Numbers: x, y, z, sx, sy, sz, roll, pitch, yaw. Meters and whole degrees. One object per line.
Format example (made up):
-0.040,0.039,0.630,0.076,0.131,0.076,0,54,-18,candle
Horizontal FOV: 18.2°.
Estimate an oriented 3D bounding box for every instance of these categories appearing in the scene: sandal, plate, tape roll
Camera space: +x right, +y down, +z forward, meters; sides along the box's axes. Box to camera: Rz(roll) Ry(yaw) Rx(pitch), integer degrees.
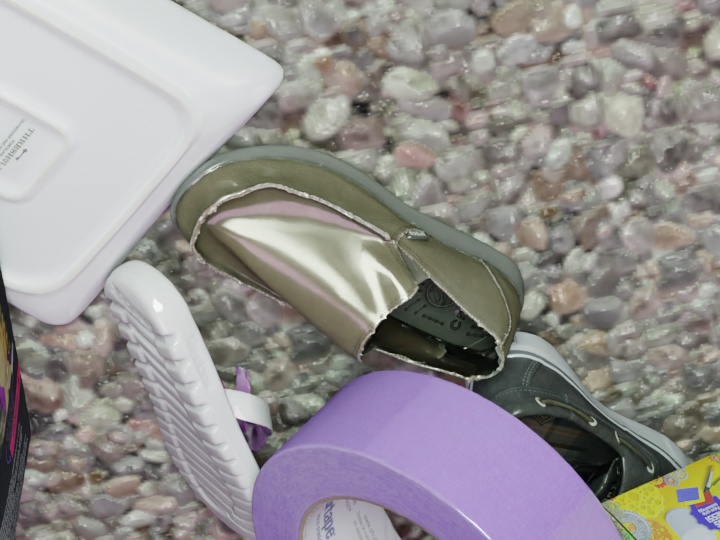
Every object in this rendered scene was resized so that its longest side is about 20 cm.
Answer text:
-0.074,0.069,1.178,0.050,0.082,0.203,-39,138,-20,sandal
-0.170,-0.068,1.073,0.200,0.032,0.200,29,122,-26,plate
0.041,0.150,1.138,0.200,0.066,0.201,28,140,26,tape roll

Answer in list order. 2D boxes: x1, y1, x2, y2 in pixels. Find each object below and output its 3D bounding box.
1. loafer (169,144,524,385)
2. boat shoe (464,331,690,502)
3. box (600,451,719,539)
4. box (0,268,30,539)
0.000,0.000,1.119,0.199,0.070,0.075,19,125,-22,loafer
0.123,0.107,1.226,0.069,0.057,0.200,-33,130,22,boat shoe
0.209,0.200,1.217,0.200,0.122,0.193,-17,140,-37,box
-0.236,0.064,1.104,0.122,0.106,0.200,1,139,1,box
